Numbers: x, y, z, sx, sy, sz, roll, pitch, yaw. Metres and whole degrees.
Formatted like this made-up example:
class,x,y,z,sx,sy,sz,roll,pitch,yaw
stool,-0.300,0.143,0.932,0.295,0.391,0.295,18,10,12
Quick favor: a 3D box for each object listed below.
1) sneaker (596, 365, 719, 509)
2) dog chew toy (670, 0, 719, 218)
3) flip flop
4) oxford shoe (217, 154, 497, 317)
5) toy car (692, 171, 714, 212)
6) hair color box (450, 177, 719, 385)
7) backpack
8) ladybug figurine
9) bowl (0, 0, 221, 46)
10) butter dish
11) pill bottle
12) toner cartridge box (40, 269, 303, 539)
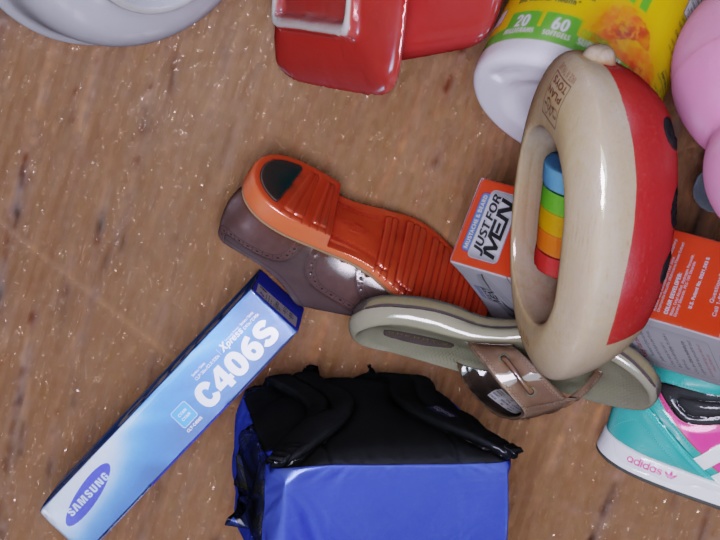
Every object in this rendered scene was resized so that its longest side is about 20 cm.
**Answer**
class,x,y,z,sx,sy,sz,roll,pitch,yaw
sneaker,0.267,0.095,1.369,0.200,0.084,0.121,18,107,0
dog chew toy,0.248,-0.070,1.199,0.124,0.125,0.200,-8,66,2
flip flop,0.088,0.062,1.314,0.200,0.081,0.058,12,63,2
oxford shoe,0.000,0.000,1.376,0.200,0.071,0.073,33,131,-11
toy car,0.316,-0.043,1.304,0.200,0.158,0.164,28,118,3
hair color box,0.167,0.012,1.300,0.200,0.111,0.064,16,76,23
backpack,-0.009,0.150,1.318,0.162,0.200,0.168,5,105,-14
ladybug figurine,0.134,-0.032,1.184,0.072,0.136,0.200,-2,120,-13
bowl,-0.137,-0.217,1.278,0.201,0.090,0.201,-15,123,-23
butter dish,0.038,-0.210,1.297,0.148,0.199,0.200,1,98,-23
pill bottle,0.156,-0.173,1.285,0.111,0.111,0.200,28,66,-3
toner cartridge box,-0.121,0.090,1.366,0.043,0.095,0.200,43,96,-4
